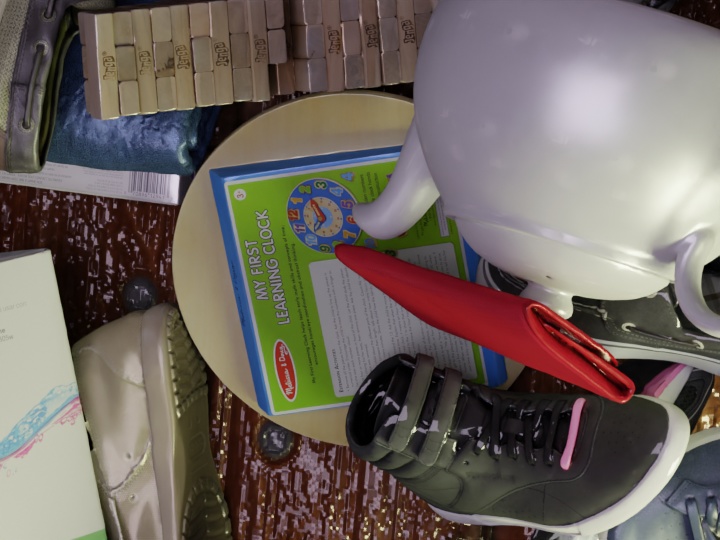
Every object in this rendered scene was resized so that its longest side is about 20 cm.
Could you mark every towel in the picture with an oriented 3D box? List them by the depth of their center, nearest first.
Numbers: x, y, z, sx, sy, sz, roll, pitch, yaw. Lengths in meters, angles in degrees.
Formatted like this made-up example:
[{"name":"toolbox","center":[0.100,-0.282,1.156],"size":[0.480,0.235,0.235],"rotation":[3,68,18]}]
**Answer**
[{"name":"towel","center":[-0.169,-0.111,1.577],"size":[0.200,0.049,0.112],"rotation":[8,66,14]}]

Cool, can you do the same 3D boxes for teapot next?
[{"name":"teapot","center":[0.110,-0.047,1.408],"size":[0.197,0.200,0.146],"rotation":[16,88,-5]}]

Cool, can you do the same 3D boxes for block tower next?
[{"name":"block tower","center":[-0.047,-0.114,1.506],"size":[0.200,0.058,0.054],"rotation":[-8,98,-24]}]

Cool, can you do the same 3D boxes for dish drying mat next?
[{"name":"dish drying mat","center":[0.058,0.021,1.443],"size":[0.077,0.200,0.018],"rotation":[35,84,-26]}]

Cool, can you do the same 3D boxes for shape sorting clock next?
[{"name":"shape sorting clock","center":[0.000,0.000,1.562],"size":[0.200,0.039,0.200],"rotation":[1,112,4]}]

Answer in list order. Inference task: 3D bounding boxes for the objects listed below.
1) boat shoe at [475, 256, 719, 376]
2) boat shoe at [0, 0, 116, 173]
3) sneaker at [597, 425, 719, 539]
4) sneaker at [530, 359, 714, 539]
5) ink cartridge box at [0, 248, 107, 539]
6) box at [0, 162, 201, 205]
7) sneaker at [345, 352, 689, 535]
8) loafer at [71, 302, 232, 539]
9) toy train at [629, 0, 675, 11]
[{"name":"boat shoe","center":[0.157,0.012,1.486],"size":[0.200,0.066,0.070],"rotation":[18,57,9]},{"name":"boat shoe","center":[-0.156,-0.142,1.525],"size":[0.066,0.072,0.201],"rotation":[19,79,3]},{"name":"sneaker","center":[0.218,0.117,1.475],"size":[0.200,0.085,0.075],"rotation":[-19,113,-2]},{"name":"sneaker","center":[0.137,0.137,1.549],"size":[0.086,0.080,0.200],"rotation":[25,101,-16]},{"name":"ink cartridge box","center":[-0.218,0.094,1.590],"size":[0.145,0.087,0.200],"rotation":[-6,98,49]},{"name":"box","center":[-0.184,-0.067,1.614],"size":[0.200,0.039,0.041],"rotation":[7,98,14]},{"name":"sneaker","center":[0.069,0.083,1.490],"size":[0.200,0.099,0.071],"rotation":[-10,56,51]},{"name":"loafer","center":[-0.116,0.117,1.606],"size":[0.068,0.076,0.200],"rotation":[-2,94,20]},{"name":"toy train","center":[0.089,-0.207,1.482],"size":[0.085,0.114,0.200],"rotation":[-33,88,17]}]
